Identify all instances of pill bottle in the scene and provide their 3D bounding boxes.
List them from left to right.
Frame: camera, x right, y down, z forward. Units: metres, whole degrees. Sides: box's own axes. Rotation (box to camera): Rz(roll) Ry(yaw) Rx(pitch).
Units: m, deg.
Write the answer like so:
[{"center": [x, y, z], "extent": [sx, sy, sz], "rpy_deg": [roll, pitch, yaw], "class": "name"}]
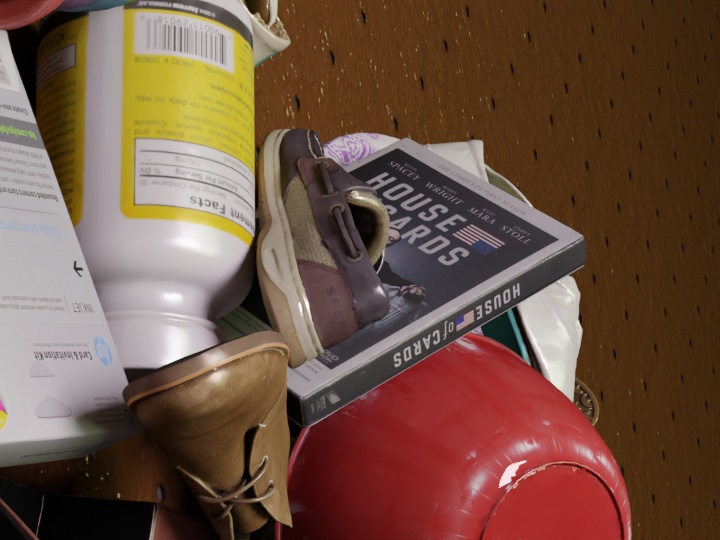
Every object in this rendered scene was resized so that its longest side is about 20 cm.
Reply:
[{"center": [-0.107, -0.036, 0.992], "extent": [0.111, 0.111, 0.201], "rpy_deg": [39, 46, -61], "class": "pill bottle"}]

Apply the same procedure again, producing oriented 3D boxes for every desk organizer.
[{"center": [-0.137, 0.131, 0.879], "extent": [0.200, 0.071, 0.077], "rpy_deg": [38, 57, -61], "class": "desk organizer"}]

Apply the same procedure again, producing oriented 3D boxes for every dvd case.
[{"center": [0.000, 0.000, 1.085], "extent": [0.200, 0.150, 0.025], "rpy_deg": [-29, 132, -30], "class": "dvd case"}]

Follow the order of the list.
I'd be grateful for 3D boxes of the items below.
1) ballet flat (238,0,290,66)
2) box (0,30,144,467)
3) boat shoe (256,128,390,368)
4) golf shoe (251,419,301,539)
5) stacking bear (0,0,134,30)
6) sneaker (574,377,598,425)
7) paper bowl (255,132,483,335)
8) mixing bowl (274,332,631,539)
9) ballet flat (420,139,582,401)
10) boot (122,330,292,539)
[{"center": [-0.088, -0.214, 1.185], "extent": [0.069, 0.069, 0.201], "rpy_deg": [-54, 131, -62], "class": "ballet flat"}, {"center": [-0.173, -0.016, 0.847], "extent": [0.201, 0.041, 0.156], "rpy_deg": [68, 19, 10], "class": "box"}, {"center": [-0.017, -0.018, 1.013], "extent": [0.200, 0.065, 0.072], "rpy_deg": [-95, 173, -65], "class": "boat shoe"}, {"center": [-0.030, 0.153, 1.170], "extent": [0.200, 0.077, 0.088], "rpy_deg": [55, 39, -48], "class": "golf shoe"}, {"center": [-0.113, -0.182, 0.935], "extent": [0.114, 0.121, 0.200], "rpy_deg": [57, 35, 4], "class": "stacking bear"}, {"center": [0.087, 0.078, 1.434], "extent": [0.067, 0.200, 0.090], "rpy_deg": [-34, 148, -25], "class": "sneaker"}, {"center": [0.014, 0.023, 1.233], "extent": [0.200, 0.104, 0.201], "rpy_deg": [29, 41, -28], "class": "paper bowl"}, {"center": [0.067, 0.135, 1.041], "extent": [0.200, 0.108, 0.201], "rpy_deg": [-4, 97, -34], "class": "mixing bowl"}, {"center": [0.091, 0.003, 1.179], "extent": [0.200, 0.069, 0.069], "rpy_deg": [62, 14, 22], "class": "ballet flat"}, {"center": [-0.056, 0.078, 0.895], "extent": [0.200, 0.073, 0.076], "rpy_deg": [75, -4, -75], "class": "boot"}]
